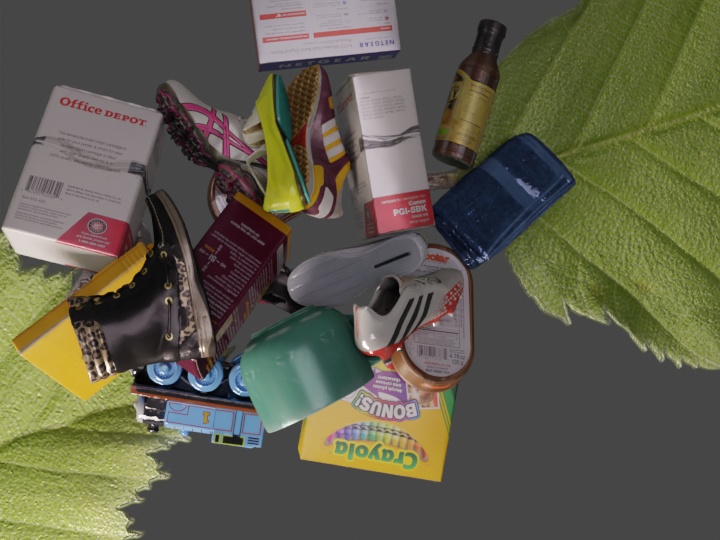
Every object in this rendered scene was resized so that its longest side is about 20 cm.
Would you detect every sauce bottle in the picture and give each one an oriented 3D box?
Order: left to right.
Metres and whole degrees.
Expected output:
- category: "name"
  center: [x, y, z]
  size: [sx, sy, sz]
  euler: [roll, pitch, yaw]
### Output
- category: "sauce bottle"
  center: [0.155, -0.244, 1.272]
  size: [0.064, 0.065, 0.204]
  euler: [18, 85, -8]

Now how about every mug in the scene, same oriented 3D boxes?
- category: "mug"
  center: [-0.067, 0.110, 1.145]
  size: [0.150, 0.185, 0.116]
  euler: [-28, 88, 20]

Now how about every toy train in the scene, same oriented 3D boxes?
- category: "toy train"
  center: [-0.206, 0.163, 1.202]
  size: [0.196, 0.087, 0.117]
  euler: [9, 94, -8]

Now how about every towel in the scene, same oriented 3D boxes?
- category: "towel"
  center: [0.193, -0.101, 1.257]
  size: [0.199, 0.049, 0.112]
  euler: [-40, 80, -19]

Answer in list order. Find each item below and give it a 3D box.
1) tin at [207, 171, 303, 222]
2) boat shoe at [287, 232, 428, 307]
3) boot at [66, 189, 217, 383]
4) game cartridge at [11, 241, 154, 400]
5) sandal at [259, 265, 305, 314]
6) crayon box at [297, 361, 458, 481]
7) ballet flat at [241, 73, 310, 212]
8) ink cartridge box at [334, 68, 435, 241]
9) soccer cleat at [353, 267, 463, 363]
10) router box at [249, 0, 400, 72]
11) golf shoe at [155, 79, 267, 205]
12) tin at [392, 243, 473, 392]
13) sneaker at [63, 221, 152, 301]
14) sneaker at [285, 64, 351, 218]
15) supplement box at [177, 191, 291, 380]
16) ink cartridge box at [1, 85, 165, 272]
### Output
- category: "tin"
  center: [-0.113, -0.121, 1.243]
  size: [0.198, 0.042, 0.113]
  euler: [-30, 98, -8]
- category: "boat shoe"
  center: [0.000, 0.000, 1.205]
  size: [0.197, 0.062, 0.073]
  euler: [-15, 93, 18]
- category: "boot"
  center: [-0.253, 0.019, 1.032]
  size: [0.148, 0.073, 0.204]
  euler: [-17, 81, -12]
- category: "game cartridge"
  center: [-0.308, 0.064, 1.147]
  size: [0.199, 0.177, 0.032]
  euler: [-40, 64, -9]
- category: "sandal"
  center: [-0.126, 0.013, 1.233]
  size: [0.197, 0.045, 0.076]
  euler: [21, 86, -8]
- category: "crayon box"
  center: [0.027, 0.180, 1.247]
  size: [0.196, 0.058, 0.176]
  euler: [10, 88, -8]
- category: "ballet flat"
  center: [-0.112, -0.157, 1.138]
  size: [0.066, 0.067, 0.203]
  euler: [-16, 63, 5]
- category: "ink cartridge box"
  center: [0.029, -0.148, 1.208]
  size: [0.081, 0.147, 0.204]
  euler: [-10, 91, -10]
- category: "soccer cleat"
  center: [0.062, 0.034, 1.132]
  size: [0.199, 0.068, 0.087]
  euler: [-35, 122, -37]
- category: "router box"
  center: [-0.054, -0.374, 1.248]
  size: [0.196, 0.049, 0.183]
  euler: [-7, 90, -8]
- category: "golf shoe"
  center: [-0.180, -0.170, 1.188]
  size: [0.200, 0.072, 0.092]
  euler: [48, 63, -7]
- category: "tin"
  center: [0.097, 0.060, 1.226]
  size: [0.110, 0.042, 0.204]
  euler: [10, 64, -17]
- category: "sneaker"
  center: [-0.330, 0.025, 1.184]
  size: [0.074, 0.082, 0.203]
  euler: [28, 85, -7]
- category: "sneaker"
  center: [-0.055, -0.166, 1.206]
  size: [0.089, 0.074, 0.204]
  euler: [20, 68, -44]
- category: "supplement box"
  center: [-0.174, 0.021, 1.133]
  size: [0.085, 0.111, 0.201]
  euler: [33, 72, 6]
- category: "ink cartridge box"
  center: [-0.339, -0.111, 1.152]
  size: [0.142, 0.085, 0.204]
  euler: [14, 69, -3]
